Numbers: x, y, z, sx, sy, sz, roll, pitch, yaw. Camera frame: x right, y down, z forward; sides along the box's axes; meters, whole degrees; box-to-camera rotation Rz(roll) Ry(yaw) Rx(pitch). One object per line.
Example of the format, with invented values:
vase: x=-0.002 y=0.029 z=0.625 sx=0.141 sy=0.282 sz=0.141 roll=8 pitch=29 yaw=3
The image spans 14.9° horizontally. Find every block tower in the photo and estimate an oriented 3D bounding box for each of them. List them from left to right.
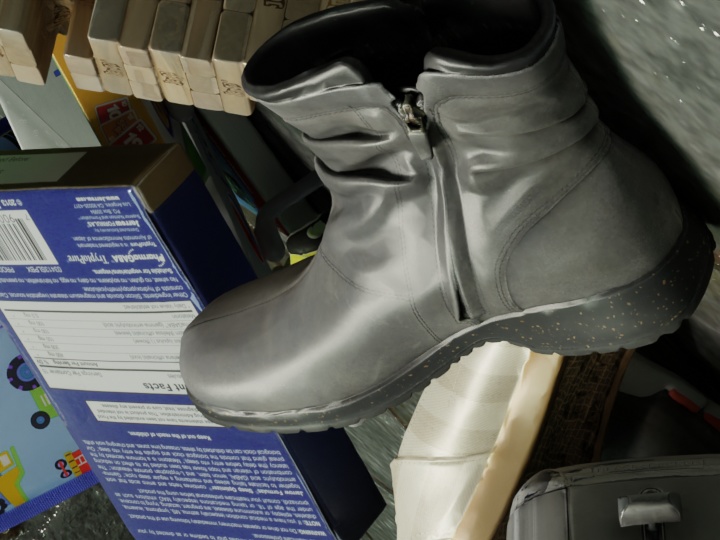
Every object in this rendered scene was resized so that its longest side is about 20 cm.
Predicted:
block tower: x=-0.090 y=-0.091 z=0.894 sx=0.198 sy=0.054 sz=0.058 roll=10 pitch=165 yaw=4

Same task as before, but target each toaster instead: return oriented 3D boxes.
toaster: x=0.105 y=0.150 z=0.935 sx=0.113 sy=0.130 sz=0.200 roll=-5 pitch=147 yaw=7

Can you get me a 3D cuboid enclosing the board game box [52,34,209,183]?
board game box: x=-0.107 y=-0.097 z=1.023 sx=0.096 sy=0.030 sz=0.201 roll=-91 pitch=-25 yaw=-82

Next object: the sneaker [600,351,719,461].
sneaker: x=0.120 y=0.102 z=1.048 sx=0.077 sy=0.082 sz=0.200 roll=30 pitch=164 yaw=49

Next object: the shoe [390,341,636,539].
shoe: x=0.050 y=0.054 z=0.961 sx=0.053 sy=0.070 sz=0.201 roll=40 pitch=129 yaw=25

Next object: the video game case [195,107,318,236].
video game case: x=-0.113 y=-0.097 z=1.298 sx=0.200 sy=0.017 sz=0.143 roll=35 pitch=167 yaw=39

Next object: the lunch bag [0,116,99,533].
lunch bag: x=-0.150 y=0.022 z=1.209 sx=0.094 sy=0.199 sz=0.151 roll=19 pitch=136 yaw=64

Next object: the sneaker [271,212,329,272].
sneaker: x=-0.003 y=0.023 z=1.270 sx=0.077 sy=0.075 sz=0.200 roll=56 pitch=165 yaw=8

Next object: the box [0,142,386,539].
box: x=-0.068 y=0.042 z=1.009 sx=0.121 sy=0.032 sz=0.201 roll=0 pitch=127 yaw=44

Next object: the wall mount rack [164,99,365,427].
wall mount rack: x=0.000 y=0.000 z=1.033 sx=0.174 sy=0.074 sz=0.200 roll=56 pitch=178 yaw=32

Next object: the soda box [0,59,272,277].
soda box: x=-0.090 y=-0.032 z=1.121 sx=0.201 sy=0.068 sz=0.063 roll=64 pitch=-177 yaw=13

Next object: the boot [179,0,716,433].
boot: x=0.000 y=-0.024 z=0.858 sx=0.199 sy=0.070 sz=0.132 roll=-18 pitch=131 yaw=29
